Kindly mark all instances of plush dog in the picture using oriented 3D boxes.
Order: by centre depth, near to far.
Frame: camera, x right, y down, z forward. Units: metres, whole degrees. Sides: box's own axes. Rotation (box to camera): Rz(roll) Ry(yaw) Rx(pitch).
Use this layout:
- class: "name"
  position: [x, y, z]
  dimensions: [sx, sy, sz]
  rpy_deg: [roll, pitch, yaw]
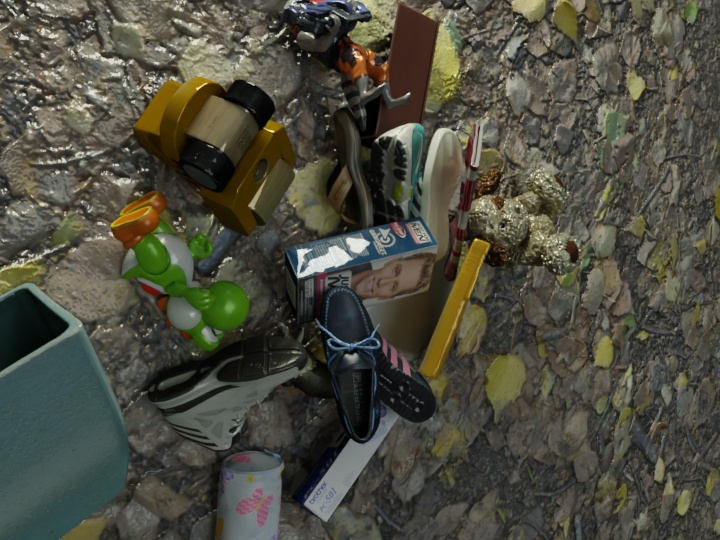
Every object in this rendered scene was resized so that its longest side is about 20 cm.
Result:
- class: "plush dog"
  position: [0.253, -0.072, 1.098]
  dimensions: [0.171, 0.160, 0.201]
  rpy_deg: [15, 57, -25]

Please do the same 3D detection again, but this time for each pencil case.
- class: "pencil case"
  position: [-0.145, 0.344, 0.861]
  dimensions: [0.091, 0.083, 0.201]
  rpy_deg: [-1, 95, -34]

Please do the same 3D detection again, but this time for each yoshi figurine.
- class: "yoshi figurine"
  position: [-0.200, 0.004, 0.775]
  dimensions: [0.112, 0.112, 0.200]
  rpy_deg: [-44, 121, -32]

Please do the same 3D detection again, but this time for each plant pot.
- class: "plant pot"
  position: [-0.343, 0.161, 0.639]
  dimensions: [0.196, 0.196, 0.200]
  rpy_deg: [-36, 122, -29]

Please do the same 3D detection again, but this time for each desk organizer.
- class: "desk organizer"
  position: [0.050, -0.276, 0.952]
  dimensions: [0.077, 0.072, 0.201]
  rpy_deg: [12, 88, -34]

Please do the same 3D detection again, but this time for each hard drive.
- class: "hard drive"
  position: [0.087, 0.060, 1.040]
  dimensions: [0.200, 0.026, 0.132]
  rpy_deg: [-37, 115, -27]

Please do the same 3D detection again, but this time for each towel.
- class: "towel"
  position: [0.155, -0.103, 0.977]
  dimensions: [0.144, 0.023, 0.200]
  rpy_deg: [-73, 171, -51]

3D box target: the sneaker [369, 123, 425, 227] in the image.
- class: "sneaker"
  position: [0.057, -0.117, 0.928]
  dimensions: [0.080, 0.077, 0.200]
  rpy_deg: [-40, 152, -39]

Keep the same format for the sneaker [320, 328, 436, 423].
- class: "sneaker"
  position: [0.020, 0.126, 0.898]
  dimensions: [0.070, 0.082, 0.200]
  rpy_deg: [-42, 95, 3]

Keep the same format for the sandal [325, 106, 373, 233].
- class: "sandal"
  position: [-0.024, -0.125, 0.910]
  dimensions: [0.054, 0.082, 0.201]
  rpy_deg: [-12, 105, -16]

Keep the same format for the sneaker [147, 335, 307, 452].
- class: "sneaker"
  position: [-0.149, 0.157, 0.814]
  dimensions: [0.200, 0.076, 0.116]
  rpy_deg: [-17, 123, 6]

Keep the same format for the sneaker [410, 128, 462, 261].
- class: "sneaker"
  position: [0.095, -0.116, 0.987]
  dimensions: [0.075, 0.084, 0.201]
  rpy_deg: [6, 97, -43]

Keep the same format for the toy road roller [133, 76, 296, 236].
- class: "toy road roller"
  position: [-0.176, -0.147, 0.786]
  dimensions: [0.123, 0.146, 0.200]
  rpy_deg: [-60, 161, -16]

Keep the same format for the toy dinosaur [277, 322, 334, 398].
- class: "toy dinosaur"
  position: [-0.063, 0.147, 0.890]
  dimensions: [0.200, 0.102, 0.077]
  rpy_deg: [39, 72, -31]

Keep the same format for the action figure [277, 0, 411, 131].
- class: "action figure"
  position: [-0.040, -0.282, 0.840]
  dimensions: [0.194, 0.105, 0.200]
  rpy_deg: [49, 36, 9]

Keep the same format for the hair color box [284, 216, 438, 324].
- class: "hair color box"
  position: [0.000, 0.000, 0.888]
  dimensions: [0.199, 0.061, 0.100]
  rpy_deg: [-15, 142, -17]

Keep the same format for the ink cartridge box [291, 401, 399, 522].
- class: "ink cartridge box"
  position: [-0.015, 0.260, 0.937]
  dimensions: [0.044, 0.094, 0.200]
  rpy_deg: [39, 69, -4]

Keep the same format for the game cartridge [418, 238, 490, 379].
- class: "game cartridge"
  position: [0.140, 0.054, 0.959]
  dimensions: [0.032, 0.176, 0.200]
  rpy_deg: [24, 93, 8]

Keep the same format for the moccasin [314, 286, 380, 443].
- class: "moccasin"
  position: [-0.003, 0.118, 0.820]
  dimensions: [0.080, 0.068, 0.201]
  rpy_deg: [-15, 91, -3]
